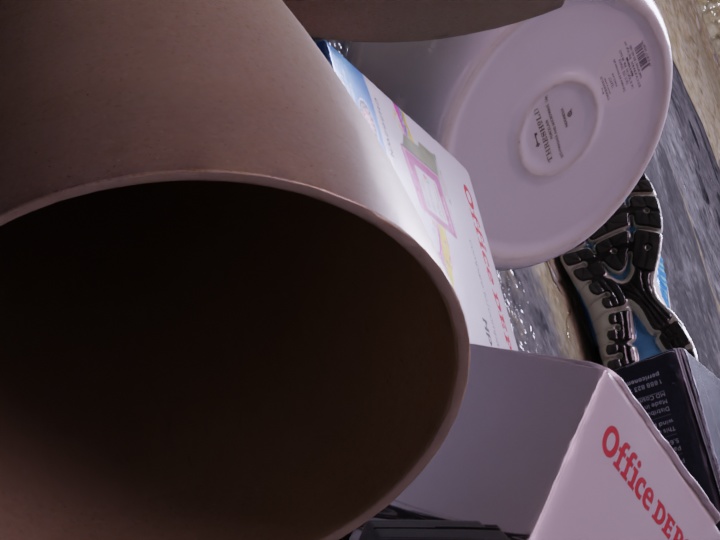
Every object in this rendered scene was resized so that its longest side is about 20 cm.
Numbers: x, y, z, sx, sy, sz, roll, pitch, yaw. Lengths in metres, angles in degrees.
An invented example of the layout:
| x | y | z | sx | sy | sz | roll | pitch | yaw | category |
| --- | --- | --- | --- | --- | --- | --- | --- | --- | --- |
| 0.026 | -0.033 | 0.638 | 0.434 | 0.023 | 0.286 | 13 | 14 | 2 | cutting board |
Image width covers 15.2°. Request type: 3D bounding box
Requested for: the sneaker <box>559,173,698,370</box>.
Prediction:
| x | y | z | sx | sy | sz | roll | pitch | yaw | category |
| --- | --- | --- | --- | --- | --- | --- | --- | --- | --- |
| 0.180 | 0.015 | 1.897 | 0.090 | 0.078 | 0.200 | 84 | -6 | -74 | sneaker |

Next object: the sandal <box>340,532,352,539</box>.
| x | y | z | sx | sy | sz | roll | pitch | yaw | category |
| --- | --- | --- | --- | --- | --- | --- | --- | --- | --- |
| 0.018 | 0.122 | 1.163 | 0.200 | 0.082 | 0.055 | 59 | 11 | -33 | sandal |

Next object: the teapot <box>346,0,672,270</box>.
| x | y | z | sx | sy | sz | roll | pitch | yaw | category |
| --- | --- | --- | --- | --- | --- | --- | --- | --- | --- |
| 0.060 | -0.108 | 1.466 | 0.197 | 0.200 | 0.146 | 3 | 24 | -42 | teapot |

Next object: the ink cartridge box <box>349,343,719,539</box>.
| x | y | z | sx | sy | sz | roll | pitch | yaw | category |
| --- | --- | --- | --- | --- | --- | --- | --- | --- | --- |
| 0.054 | 0.150 | 1.074 | 0.145 | 0.084 | 0.200 | 52 | 56 | -48 | ink cartridge box |

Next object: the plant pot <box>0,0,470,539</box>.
| x | y | z | sx | sy | sz | roll | pitch | yaw | category |
| --- | --- | --- | --- | --- | --- | --- | --- | --- | --- |
| -0.076 | -0.032 | 0.868 | 0.187 | 0.187 | 0.200 | 54 | 16 | -45 | plant pot |

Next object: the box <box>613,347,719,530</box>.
| x | y | z | sx | sy | sz | roll | pitch | yaw | category |
| --- | --- | --- | --- | --- | --- | --- | --- | --- | --- |
| 0.182 | 0.172 | 1.574 | 0.200 | 0.124 | 0.197 | 34 | 37 | -65 | box |

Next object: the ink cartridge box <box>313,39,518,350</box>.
| x | y | z | sx | sy | sz | roll | pitch | yaw | category |
| --- | --- | --- | --- | --- | --- | --- | --- | --- | --- |
| 0.000 | 0.000 | 1.240 | 0.200 | 0.085 | 0.145 | 38 | 35 | -65 | ink cartridge box |

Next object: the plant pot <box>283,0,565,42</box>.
| x | y | z | sx | sy | sz | roll | pitch | yaw | category |
| --- | --- | --- | --- | --- | --- | --- | --- | --- | --- |
| -0.016 | -0.175 | 1.118 | 0.200 | 0.134 | 0.201 | 156 | -90 | -87 | plant pot |
